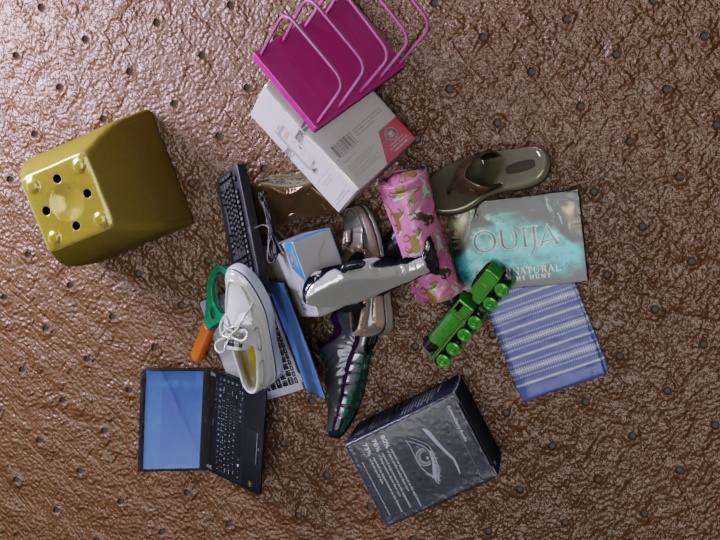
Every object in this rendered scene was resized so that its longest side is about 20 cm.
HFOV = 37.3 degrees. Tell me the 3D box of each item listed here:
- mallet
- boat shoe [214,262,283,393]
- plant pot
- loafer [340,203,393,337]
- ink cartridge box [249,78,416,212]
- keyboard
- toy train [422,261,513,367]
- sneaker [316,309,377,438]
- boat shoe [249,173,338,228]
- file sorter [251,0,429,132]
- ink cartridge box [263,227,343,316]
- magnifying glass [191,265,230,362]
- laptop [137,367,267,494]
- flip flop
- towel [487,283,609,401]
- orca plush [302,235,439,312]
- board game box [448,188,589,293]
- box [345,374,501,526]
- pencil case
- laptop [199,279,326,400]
[{"bbox_3d":[0.102,0.019,1.636,0.065,0.041,0.201,-35,96,14],"label":"mallet"},{"bbox_3d":[-0.177,0.094,1.575,0.074,0.086,0.205,13,126,35],"label":"boat shoe"},{"bbox_3d":[-0.402,-0.115,1.623,0.193,0.200,0.197,-20,96,13],"label":"plant pot"},{"bbox_3d":[0.000,0.000,1.609,0.062,0.072,0.203,-8,83,-30],"label":"loafer"},{"bbox_3d":[-0.040,-0.212,1.558,0.200,0.146,0.083,47,149,0],"label":"ink cartridge box"},{"bbox_3d":[-0.167,-0.060,1.597,0.126,0.020,0.203,-23,76,45],"label":"keyboard"},{"bbox_3d":[0.158,0.068,1.605,0.056,0.042,0.201,37,122,2],"label":"toy train"},{"bbox_3d":[-0.035,0.158,1.677,0.086,0.074,0.203,17,93,18],"label":"sneaker"},{"bbox_3d":[-0.108,-0.112,1.642,0.197,0.063,0.074,-2,114,18],"label":"boat shoe"},{"bbox_3d":[-0.021,-0.321,1.489,0.139,0.200,0.125,49,148,1],"label":"file sorter"},{"bbox_3d":[-0.087,0.005,1.619,0.066,0.200,0.117,-23,97,-20],"label":"ink cartridge box"},{"bbox_3d":[-0.230,0.072,1.673,0.080,0.022,0.201,58,137,31],"label":"magnifying glass"},{"bbox_3d":[-0.255,0.257,1.710,0.198,0.102,0.180,15,106,39],"label":"laptop"},{"bbox_3d":[0.179,-0.138,1.557,0.197,0.057,0.082,-13,71,23],"label":"flip flop"},{"bbox_3d":[0.278,0.087,1.623,0.143,0.024,0.203,-21,94,16],"label":"towel"},{"bbox_3d":[0.008,-0.010,1.509,0.198,0.106,0.072,-24,52,6],"label":"orca plush"},{"bbox_3d":[0.234,-0.043,1.588,0.197,0.028,0.138,-6,95,16],"label":"board game box"},{"bbox_3d":[0.099,0.277,1.648,0.198,0.104,0.150,-26,95,14],"label":"box"},{"bbox_3d":[0.089,-0.049,1.554,0.082,0.086,0.203,1,115,53],"label":"pencil case"},{"bbox_3d":[-0.154,0.120,1.653,0.197,0.116,0.190,-18,98,18],"label":"laptop"}]
